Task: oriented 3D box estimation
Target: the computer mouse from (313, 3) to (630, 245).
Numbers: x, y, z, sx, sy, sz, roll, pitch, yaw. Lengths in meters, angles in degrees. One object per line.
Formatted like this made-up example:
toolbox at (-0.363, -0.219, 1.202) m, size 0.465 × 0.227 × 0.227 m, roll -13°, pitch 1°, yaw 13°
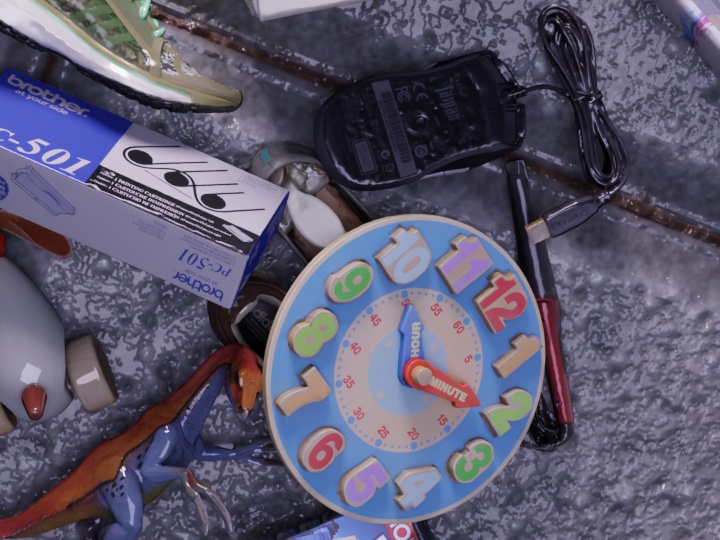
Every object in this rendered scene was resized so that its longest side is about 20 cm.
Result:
computer mouse at (0.074, -0.075, 1.607) m, size 0.199 × 0.046 × 0.141 m, roll -22°, pitch 87°, yaw -11°

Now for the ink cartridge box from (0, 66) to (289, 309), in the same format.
ink cartridge box at (-0.152, -0.053, 1.542) m, size 0.199 × 0.094 × 0.044 m, roll 24°, pitch 122°, yaw 4°

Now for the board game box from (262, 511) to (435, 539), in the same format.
board game box at (0.020, 0.244, 1.655) m, size 0.199 × 0.062 × 0.201 m, roll -21°, pitch 103°, yaw -3°

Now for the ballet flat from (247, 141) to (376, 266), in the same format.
ballet flat at (0.000, 0.000, 1.609) m, size 0.067 × 0.064 × 0.200 m, roll -43°, pitch 102°, yaw 2°

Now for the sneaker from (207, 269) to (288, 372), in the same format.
sneaker at (-0.023, 0.080, 1.614) m, size 0.200 × 0.076 × 0.071 m, roll 40°, pitch 94°, yaw -11°

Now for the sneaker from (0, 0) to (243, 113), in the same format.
sneaker at (-0.155, -0.164, 1.561) m, size 0.199 × 0.077 × 0.089 m, roll 28°, pitch 88°, yaw -13°

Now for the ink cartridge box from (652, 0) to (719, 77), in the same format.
ink cartridge box at (0.268, -0.198, 1.593) m, size 0.145 × 0.084 × 0.200 m, roll -43°, pitch 101°, yaw 2°

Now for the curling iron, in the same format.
curling iron at (0.113, 0.027, 1.645) m, size 0.049 × 0.026 × 0.202 m, roll -6°, pitch 100°, yaw -8°

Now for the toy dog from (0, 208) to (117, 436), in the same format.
toy dog at (-0.230, 0.023, 1.570) m, size 0.132 × 0.096 × 0.200 m, roll -40°, pitch 102°, yaw 2°

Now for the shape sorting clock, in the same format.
shape sorting clock at (0.031, 0.064, 1.574) m, size 0.199 × 0.039 × 0.202 m, roll -5°, pitch 99°, yaw -28°

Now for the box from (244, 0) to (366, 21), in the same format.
box at (0.019, -0.229, 1.537) m, size 0.199 × 0.128 × 0.110 m, roll -11°, pitch 101°, yaw -5°

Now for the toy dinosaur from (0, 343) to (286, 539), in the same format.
toy dinosaur at (-0.135, 0.122, 1.584) m, size 0.199 × 0.105 × 0.183 m, roll 15°, pitch 105°, yaw -8°
